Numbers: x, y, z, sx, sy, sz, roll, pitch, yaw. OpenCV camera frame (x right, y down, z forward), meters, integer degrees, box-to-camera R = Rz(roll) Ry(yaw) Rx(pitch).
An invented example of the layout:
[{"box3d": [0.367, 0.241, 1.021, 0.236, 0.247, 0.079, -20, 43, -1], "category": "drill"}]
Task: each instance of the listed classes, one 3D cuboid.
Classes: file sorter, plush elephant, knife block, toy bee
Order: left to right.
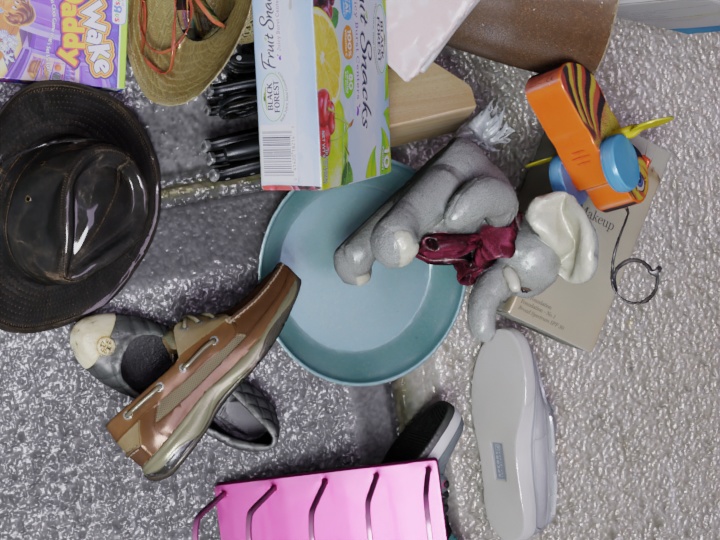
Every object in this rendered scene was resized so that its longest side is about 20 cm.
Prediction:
[{"box3d": [-0.027, 0.245, 0.874, 0.196, 0.125, 0.142, -8, 90, 6], "category": "file sorter"}, {"box3d": [-0.027, -0.120, 0.891, 0.198, 0.064, 0.177, 31, 75, -4], "category": "knife block"}, {"box3d": [0.097, -0.021, 0.880, 0.155, 0.164, 0.200, 47, 68, -6], "category": "plush elephant"}, {"box3d": [0.204, -0.090, 0.915, 0.109, 0.129, 0.203, -45, 134, -48], "category": "toy bee"}]

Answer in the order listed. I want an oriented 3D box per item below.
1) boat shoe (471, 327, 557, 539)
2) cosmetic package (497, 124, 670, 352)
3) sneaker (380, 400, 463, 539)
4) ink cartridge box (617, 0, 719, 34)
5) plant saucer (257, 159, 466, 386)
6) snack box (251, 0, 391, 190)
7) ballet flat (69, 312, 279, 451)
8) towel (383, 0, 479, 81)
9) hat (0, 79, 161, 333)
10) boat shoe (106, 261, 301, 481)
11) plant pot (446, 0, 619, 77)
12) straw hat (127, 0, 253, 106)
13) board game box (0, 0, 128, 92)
[{"box3d": [0.156, 0.152, 1.014, 0.068, 0.071, 0.204, -9, 92, -40], "category": "boat shoe"}, {"box3d": [0.199, -0.038, 1.004, 0.102, 0.073, 0.203, 23, 88, -20], "category": "cosmetic package"}, {"box3d": [0.066, 0.230, 0.974, 0.120, 0.084, 0.202, 31, 92, -15], "category": "sneaker"}, {"box3d": [0.293, -0.291, 0.953, 0.198, 0.124, 0.131, -2, 98, -41], "category": "ink cartridge box"}, {"box3d": [0.000, 0.000, 0.954, 0.197, 0.036, 0.204, -2, 95, -20], "category": "plant saucer"}, {"box3d": [-0.026, -0.165, 0.772, 0.052, 0.142, 0.204, 2, 101, 20], "category": "snack box"}, {"box3d": [-0.150, 0.091, 0.896, 0.198, 0.057, 0.067, 30, 84, -20], "category": "ballet flat"}, {"box3d": [0.034, -0.282, 0.822, 0.191, 0.032, 0.200, 44, 110, 7], "category": "towel"}, {"box3d": [-0.215, -0.039, 0.816, 0.199, 0.080, 0.204, -18, 116, -42], "category": "hat"}, {"box3d": [-0.124, 0.069, 0.853, 0.074, 0.076, 0.201, 38, 68, -4], "category": "boat shoe"}, {"box3d": [0.102, -0.262, 0.902, 0.196, 0.187, 0.190, 4, 94, -3], "category": "plant pot"}, {"box3d": [-0.102, -0.221, 0.832, 0.084, 0.200, 0.205, 2, 95, -40], "category": "straw hat"}, {"box3d": [-0.248, -0.247, 0.832, 0.132, 0.045, 0.204, 1, 95, -20], "category": "board game box"}]
